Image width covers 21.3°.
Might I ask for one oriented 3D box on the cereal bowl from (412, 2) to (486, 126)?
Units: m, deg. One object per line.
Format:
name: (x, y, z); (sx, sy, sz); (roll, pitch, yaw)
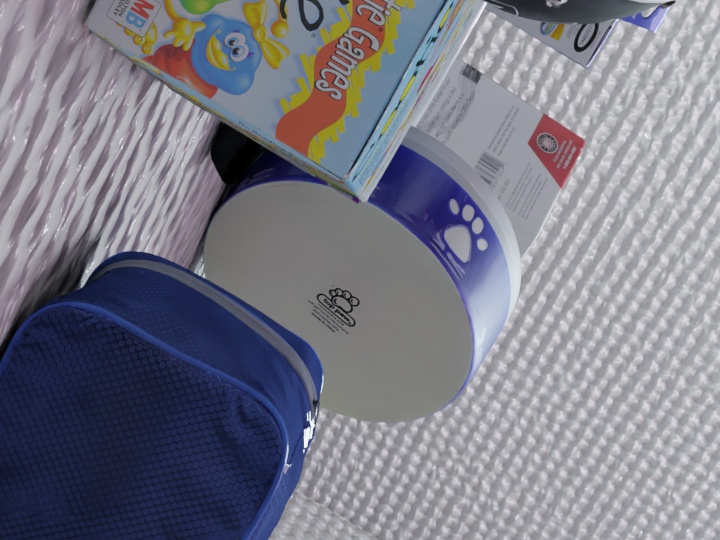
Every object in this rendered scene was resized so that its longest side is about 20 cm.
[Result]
cereal bowl: (0.042, -0.190, 1.272); (0.201, 0.083, 0.200); (-61, 178, -4)

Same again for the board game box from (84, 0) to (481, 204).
board game box: (-0.020, -0.098, 0.720); (0.105, 0.102, 0.200); (-60, 178, 1)

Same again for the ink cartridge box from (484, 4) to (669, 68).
ink cartridge box: (0.148, -0.247, 1.446); (0.137, 0.199, 0.076); (-60, 178, 18)

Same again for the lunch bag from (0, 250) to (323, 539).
lunch bag: (-0.107, 0.101, 0.871); (0.201, 0.135, 0.132); (-60, 178, 14)

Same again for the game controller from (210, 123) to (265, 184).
game controller: (-0.030, -0.116, 1.111); (0.105, 0.042, 0.200); (-61, 177, 26)

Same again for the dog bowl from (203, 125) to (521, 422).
dog bowl: (0.000, 0.000, 1.248); (0.079, 0.199, 0.201); (-55, 175, -42)

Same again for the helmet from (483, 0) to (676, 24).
helmet: (0.096, -0.209, 0.831); (0.191, 0.199, 0.200); (-51, -178, 25)

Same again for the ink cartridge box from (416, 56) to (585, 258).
ink cartridge box: (0.066, -0.096, 1.579); (0.083, 0.199, 0.147); (-57, 180, 44)
